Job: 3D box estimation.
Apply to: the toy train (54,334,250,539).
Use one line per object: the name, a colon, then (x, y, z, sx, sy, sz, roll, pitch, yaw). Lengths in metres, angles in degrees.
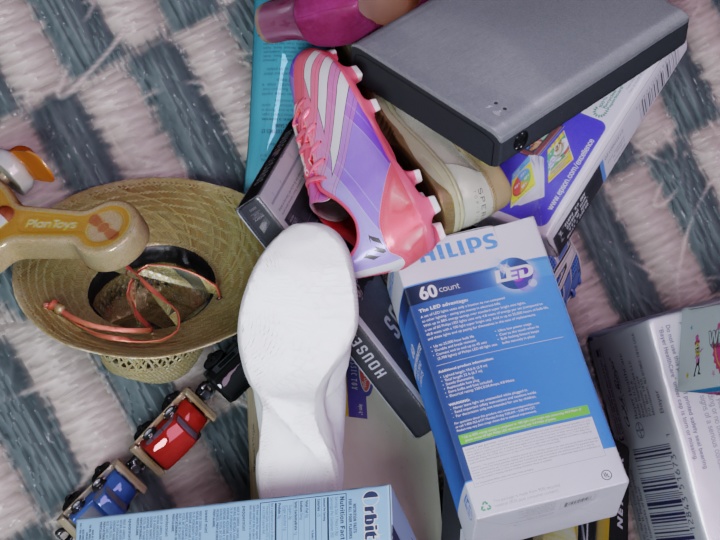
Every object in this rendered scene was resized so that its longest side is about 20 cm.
toy train: (-0.128, 0.112, 1.396, 0.200, 0.046, 0.034, -45, 113, -7)

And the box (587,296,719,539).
box: (0.296, 0.107, 1.552, 0.199, 0.105, 0.185, -13, 86, -22)

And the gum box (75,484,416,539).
gum box: (-0.060, 0.200, 1.322, 0.199, 0.170, 0.045, -7, 57, 11)

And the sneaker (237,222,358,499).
sneaker: (-0.038, 0.063, 1.343, 0.075, 0.089, 0.201, 4, 102, 5)

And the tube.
tube: (-0.048, -0.134, 1.487, 0.077, 0.050, 0.201, 0, 86, -11)

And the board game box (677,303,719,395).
board game box: (0.342, 0.059, 1.443, 0.199, 0.147, 0.065, 8, 80, -19)

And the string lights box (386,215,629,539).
string lights box: (0.092, 0.071, 1.355, 0.102, 0.059, 0.201, -12, 62, -9)

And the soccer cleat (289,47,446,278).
soccer cleat: (-0.014, -0.075, 1.385, 0.076, 0.067, 0.200, -24, 53, -10)

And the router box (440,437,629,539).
router box: (0.120, 0.185, 1.412, 0.157, 0.052, 0.201, 34, 49, -42)

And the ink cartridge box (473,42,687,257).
ink cartridge box: (0.103, -0.126, 1.510, 0.200, 0.043, 0.198, 24, 69, 26)

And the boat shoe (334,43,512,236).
boat shoe: (0.040, -0.096, 1.451, 0.066, 0.074, 0.200, -15, 48, -19)

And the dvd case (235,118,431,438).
dvd case: (0.000, 0.000, 1.426, 0.200, 0.025, 0.150, 52, 26, -15)

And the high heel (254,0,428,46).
high heel: (0.024, -0.196, 1.462, 0.200, 0.096, 0.068, -32, 111, -42)

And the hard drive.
hard drive: (0.111, -0.156, 1.440, 0.139, 0.033, 0.200, 34, 51, 30)

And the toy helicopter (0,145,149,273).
toy helicopter: (-0.221, -0.031, 1.343, 0.133, 0.199, 0.079, -67, 147, -35)

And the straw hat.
straw hat: (-0.140, 0.027, 1.400, 0.200, 0.201, 0.085, -17, 130, -23)

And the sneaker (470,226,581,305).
sneaker: (0.123, 0.019, 1.512, 0.077, 0.076, 0.201, 10, 77, -20)

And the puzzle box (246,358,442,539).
puzzle box: (-0.012, 0.122, 1.434, 0.133, 0.025, 0.201, 9, 57, -19)
